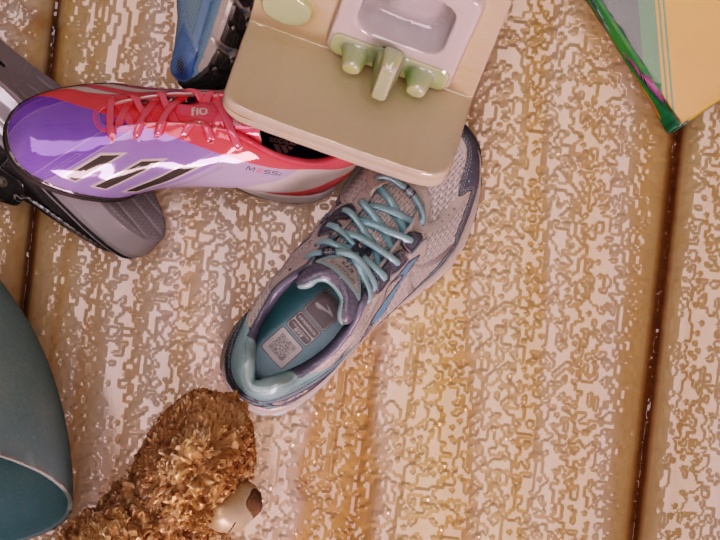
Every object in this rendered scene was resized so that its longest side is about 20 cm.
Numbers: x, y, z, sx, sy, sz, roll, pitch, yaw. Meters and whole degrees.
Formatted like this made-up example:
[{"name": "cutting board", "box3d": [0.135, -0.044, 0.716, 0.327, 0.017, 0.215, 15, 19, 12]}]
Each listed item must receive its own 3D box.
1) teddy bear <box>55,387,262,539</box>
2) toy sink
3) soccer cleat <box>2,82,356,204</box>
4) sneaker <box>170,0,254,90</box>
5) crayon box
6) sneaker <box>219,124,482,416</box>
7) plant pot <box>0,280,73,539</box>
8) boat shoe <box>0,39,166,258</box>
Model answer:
[{"name": "teddy bear", "box3d": [-0.118, 0.155, 1.218, 0.200, 0.145, 0.067, -44, 66, 1]}, {"name": "toy sink", "box3d": [0.019, -0.169, 1.199, 0.129, 0.112, 0.201, 19, 61, -1]}, {"name": "soccer cleat", "box3d": [-0.091, -0.075, 1.224, 0.198, 0.073, 0.069, 3, 71, -23]}, {"name": "sneaker", "box3d": [-0.084, -0.198, 1.273, 0.089, 0.078, 0.202, 6, 85, 20]}, {"name": "crayon box", "box3d": [0.224, -0.180, 1.264, 0.199, 0.058, 0.119, -33, 88, 0]}, {"name": "sneaker", "box3d": [0.000, 0.000, 1.249, 0.077, 0.086, 0.200, 37, 89, 1]}, {"name": "plant pot", "box3d": [-0.249, 0.057, 1.212, 0.198, 0.200, 0.136, 0, 67, 1]}, {"name": "boat shoe", "box3d": [-0.196, -0.071, 1.269, 0.200, 0.072, 0.071, 44, 114, -2]}]
